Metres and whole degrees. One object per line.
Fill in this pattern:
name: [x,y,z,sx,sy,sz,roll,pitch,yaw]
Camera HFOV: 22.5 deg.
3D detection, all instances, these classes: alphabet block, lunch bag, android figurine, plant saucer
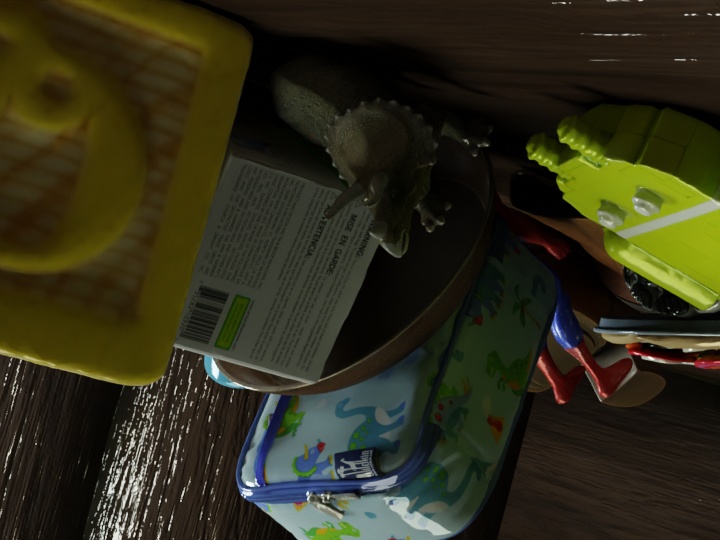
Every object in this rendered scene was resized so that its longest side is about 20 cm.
alphabet block: [-0.200,-0.063,0.935,0.195,0.197,0.200,15,179,-29]
lunch bag: [0.018,0.065,1.068,0.160,0.201,0.082,-10,136,43]
android figurine: [0.174,-0.021,0.873,0.199,0.041,0.182,28,169,-11]
plant saucer: [0.000,0.000,1.053,0.200,0.201,0.035,11,148,52]

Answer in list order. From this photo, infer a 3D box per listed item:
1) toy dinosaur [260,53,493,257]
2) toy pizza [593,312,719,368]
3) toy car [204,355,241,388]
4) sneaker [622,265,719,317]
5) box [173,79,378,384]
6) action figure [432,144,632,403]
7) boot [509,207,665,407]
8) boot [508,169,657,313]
toy dinosaur: [-0.001,-0.078,0.917,0.102,0.077,0.200,31,-168,-43]
toy pizza: [0.240,0.043,1.088,0.199,0.032,0.200,-1,180,0]
toy car: [-0.084,-0.038,1.490,0.176,0.185,0.200,22,-147,31]
sneaker: [0.230,-0.002,1.022,0.085,0.078,0.200,11,-179,-37]
box: [-0.078,-0.038,1.019,0.101,0.113,0.200,17,-165,-28]
action figure: [0.097,-0.005,1.139,0.065,0.052,0.200,-8,127,50]
boot: [0.130,0.012,1.299,0.200,0.074,0.155,28,-148,-49]
boot: [0.218,-0.016,1.189,0.188,0.069,0.200,19,170,35]
